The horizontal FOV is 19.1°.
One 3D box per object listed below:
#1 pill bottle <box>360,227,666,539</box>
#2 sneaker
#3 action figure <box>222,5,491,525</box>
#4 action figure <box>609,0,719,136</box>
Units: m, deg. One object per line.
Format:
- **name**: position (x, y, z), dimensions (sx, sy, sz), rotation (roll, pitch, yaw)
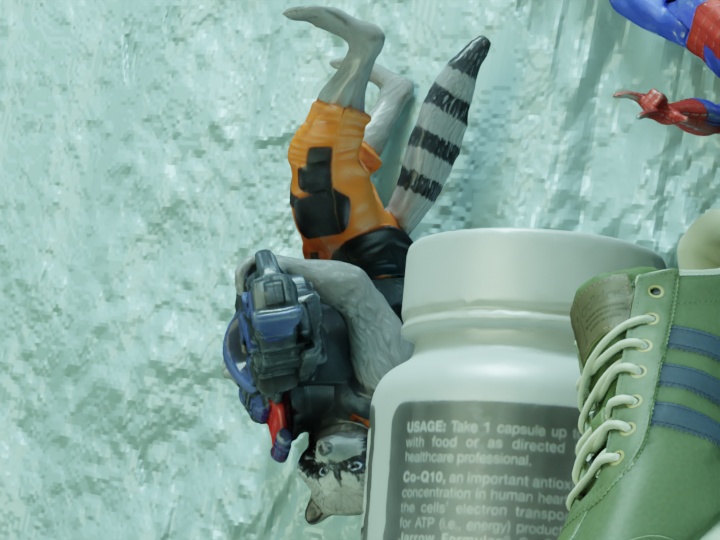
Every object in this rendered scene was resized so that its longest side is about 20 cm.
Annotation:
- **pill bottle**: position (0.056, 0.092, 0.755), dimensions (0.113, 0.113, 0.202), rotation (-4, 76, 40)
- **sneaker**: position (0.091, 0.045, 0.676), dimensions (0.090, 0.200, 0.067), rotation (50, 134, 6)
- **action figure**: position (0.000, 0.000, 0.823), dimensions (0.103, 0.200, 0.196), rotation (2, 85, -4)
- **action figure**: position (0.106, -0.106, 0.780), dimensions (0.065, 0.099, 0.200), rotation (-54, 53, 17)
